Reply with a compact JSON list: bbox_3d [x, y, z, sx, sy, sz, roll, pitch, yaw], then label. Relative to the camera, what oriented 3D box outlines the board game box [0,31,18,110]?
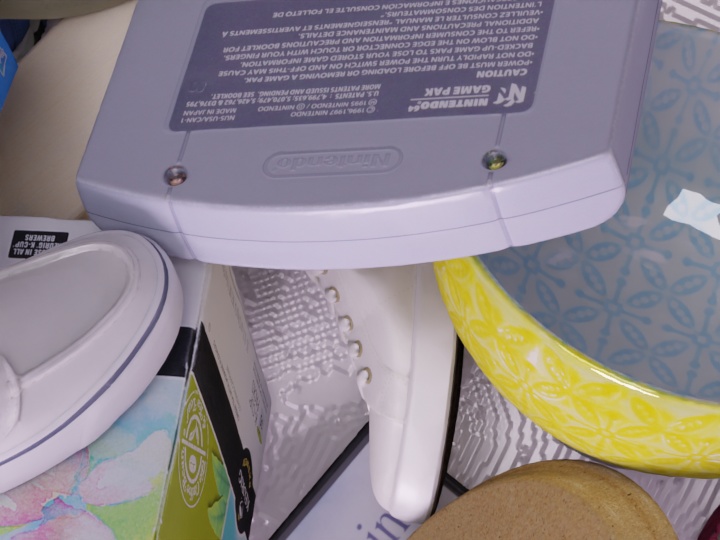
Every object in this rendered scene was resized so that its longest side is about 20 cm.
[{"bbox_3d":[-0.235,-0.011,1.009,0.199,0.196,0.056,-15,124,20],"label":"board game box"}]

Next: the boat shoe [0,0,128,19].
[{"bbox_3d":[-0.150,-0.126,1.097,0.201,0.074,0.063,-11,68,5],"label":"boat shoe"}]

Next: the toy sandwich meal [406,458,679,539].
[{"bbox_3d":[0.068,0.162,1.044,0.205,0.070,0.206,-31,45,37],"label":"toy sandwich meal"}]

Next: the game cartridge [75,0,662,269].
[{"bbox_3d":[0.004,-0.059,1.035,0.199,0.041,0.133,-2,44,20],"label":"game cartridge"}]

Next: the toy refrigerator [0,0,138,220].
[{"bbox_3d":[-0.086,-0.080,1.156,0.200,0.076,0.070,-45,80,6],"label":"toy refrigerator"}]

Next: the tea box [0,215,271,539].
[{"bbox_3d":[-0.151,0.092,1.071,0.199,0.134,0.197,2,57,10],"label":"tea box"}]

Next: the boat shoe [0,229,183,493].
[{"bbox_3d":[-0.148,0.042,0.983,0.200,0.065,0.074,-37,59,-16],"label":"boat shoe"}]

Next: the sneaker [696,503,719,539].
[{"bbox_3d":[0.152,0.160,1.085,0.087,0.074,0.200,20,75,3],"label":"sneaker"}]

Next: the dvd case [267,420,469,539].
[{"bbox_3d":[0.038,0.170,1.121,0.200,0.018,0.143,38,74,10],"label":"dvd case"}]

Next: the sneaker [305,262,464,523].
[{"bbox_3d":[0.000,0.000,1.135,0.084,0.073,0.201,0,74,2],"label":"sneaker"}]

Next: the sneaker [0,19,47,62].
[{"bbox_3d":[-0.212,-0.081,1.172,0.200,0.077,0.076,-34,56,5],"label":"sneaker"}]

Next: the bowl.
[{"bbox_3d":[0.110,0.011,1.084,0.200,0.200,0.108,30,135,11],"label":"bowl"}]
